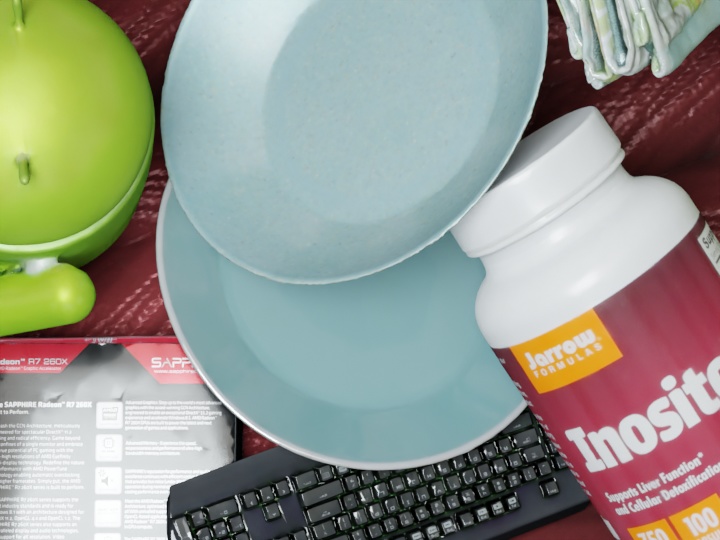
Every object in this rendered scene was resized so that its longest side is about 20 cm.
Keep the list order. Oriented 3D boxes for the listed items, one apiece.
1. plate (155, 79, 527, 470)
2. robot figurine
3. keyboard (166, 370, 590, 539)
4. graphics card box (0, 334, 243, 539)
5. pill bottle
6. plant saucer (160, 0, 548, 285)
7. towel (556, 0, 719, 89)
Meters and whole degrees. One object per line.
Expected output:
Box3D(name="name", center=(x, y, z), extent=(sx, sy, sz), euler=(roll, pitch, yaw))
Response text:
Box3D(name="plate", center=(0.000, 0.000, 1.127), extent=(0.199, 0.026, 0.202), euler=(5, 68, -13))
Box3D(name="robot figurine", center=(-0.150, -0.060, 1.069), extent=(0.115, 0.200, 0.177), euler=(-5, 83, -8))
Box3D(name="keyboard", center=(0.015, 0.130, 1.108), extent=(0.199, 0.021, 0.128), euler=(-19, 87, -17))
Box3D(name="graphics card box", center=(-0.117, 0.132, 1.119), extent=(0.124, 0.051, 0.202), euler=(-1, 81, -1))
Box3D(name="pill bottle", center=(0.123, 0.033, 1.078), extent=(0.113, 0.113, 0.201), euler=(-35, 98, -4))
Box3D(name="plant saucer", center=(0.002, -0.085, 1.083), extent=(0.200, 0.039, 0.202), euler=(-10, 69, 28))
Box3D(name="towel", center=(0.118, -0.186, 1.081), extent=(0.048, 0.200, 0.172), euler=(-17, 103, 29))
